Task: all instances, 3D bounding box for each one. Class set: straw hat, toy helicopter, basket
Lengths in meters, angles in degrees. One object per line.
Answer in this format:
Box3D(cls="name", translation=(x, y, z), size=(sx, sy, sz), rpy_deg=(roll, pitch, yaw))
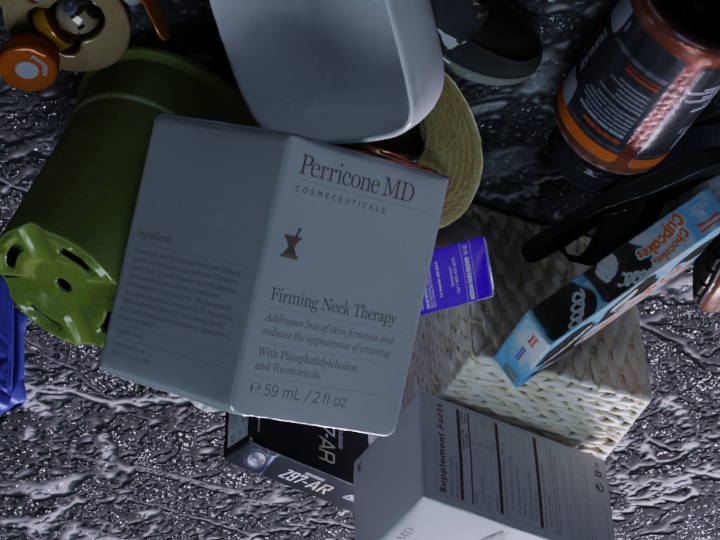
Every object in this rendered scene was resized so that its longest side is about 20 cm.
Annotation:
Box3D(cls="straw hat", translation=(0.015, -0.130, 1.468), size=(0.201, 0.085, 0.201), rpy_deg=(10, 131, 11))
Box3D(cls="toy helicopter", translation=(-0.217, -0.229, 1.350), size=(0.132, 0.079, 0.200), rpy_deg=(-3, 138, 4))
Box3D(cls="basket", translation=(0.144, 0.070, 1.657), size=(0.198, 0.200, 0.161), rpy_deg=(15, 136, -18))

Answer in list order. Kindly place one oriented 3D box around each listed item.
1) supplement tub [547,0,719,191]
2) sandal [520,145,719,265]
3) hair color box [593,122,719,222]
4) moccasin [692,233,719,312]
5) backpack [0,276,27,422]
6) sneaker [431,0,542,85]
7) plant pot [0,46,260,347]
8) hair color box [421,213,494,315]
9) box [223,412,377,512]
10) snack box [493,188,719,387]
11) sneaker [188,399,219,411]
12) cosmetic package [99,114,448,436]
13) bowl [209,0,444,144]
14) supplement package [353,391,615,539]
Box3D(cls="supplement tub", translation=(0.222, -0.149, 1.435), size=(0.107, 0.107, 0.200), rpy_deg=(13, 141, -18))
Box3D(cls="sandal", translation=(0.220, -0.041, 1.504), size=(0.200, 0.048, 0.075), rpy_deg=(-28, 168, 30))
Box3D(cls="hair color box", translation=(0.304, -0.075, 1.574), size=(0.199, 0.061, 0.099), rpy_deg=(-8, 142, 9))
Box3D(cls="moccasin", translation=(0.339, -0.028, 1.529), size=(0.078, 0.074, 0.202), rpy_deg=(13, 138, -9))
Box3D(cls="backpack", translation=(-0.423, 0.088, 1.696), size=(0.200, 0.163, 0.168), rpy_deg=(-17, 143, 20))
Box3D(cls="sneaker", translation=(0.082, -0.215, 1.367), size=(0.200, 0.075, 0.106), rpy_deg=(26, 139, -29))
Box3D(cls="plant pot", translation=(-0.192, -0.044, 1.442), size=(0.200, 0.190, 0.200), rpy_deg=(20, 138, 19))
Box3D(cls="hair color box", translation=(0.000, 0.000, 1.525), size=(0.200, 0.109, 0.065), rpy_deg=(-16, 117, -8))
Box3D(cls="box", translation=(-0.050, 0.110, 1.698), size=(0.160, 0.200, 0.044), rpy_deg=(26, 137, -31))
Box3D(cls="snack box", translation=(0.208, 0.015, 1.498), size=(0.200, 0.037, 0.116), rpy_deg=(-33, 168, -19))
Box3D(cls="sneaker", translation=(-0.116, 0.075, 1.574), size=(0.099, 0.078, 0.200), rpy_deg=(34, 148, -32))
Box3D(cls="cosmetic package", translation=(-0.065, 0.003, 1.342), size=(0.167, 0.201, 0.166), rpy_deg=(12, 180, -43))
Box3D(cls="bowl", translation=(-0.023, -0.196, 1.304), size=(0.200, 0.075, 0.200), rpy_deg=(4, 117, 49))
Box3D(cls="supplement package", translation=(0.107, 0.209, 1.574), size=(0.200, 0.117, 0.117), rpy_deg=(21, 133, -22))
